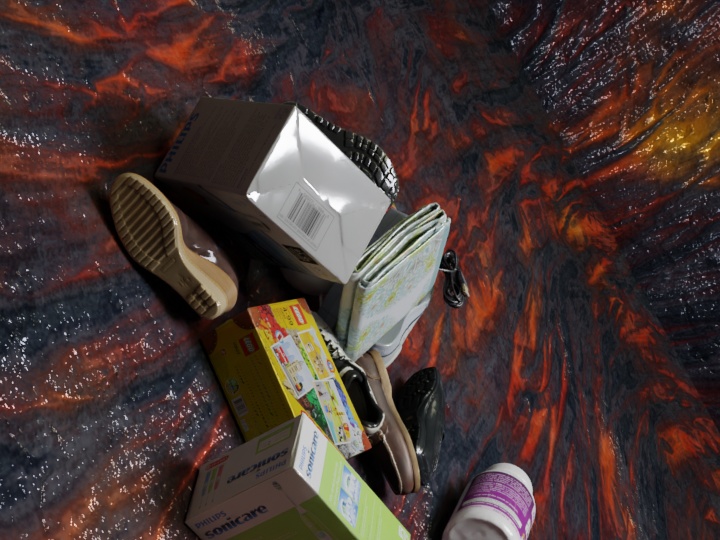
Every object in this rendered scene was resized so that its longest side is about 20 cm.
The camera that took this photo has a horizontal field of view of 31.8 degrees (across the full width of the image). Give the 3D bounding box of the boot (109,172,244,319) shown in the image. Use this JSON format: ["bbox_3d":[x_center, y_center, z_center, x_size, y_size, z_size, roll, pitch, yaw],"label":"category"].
[{"bbox_3d":[-0.211,-0.040,1.475,0.201,0.072,0.167,55,12,-12],"label":"boot"}]

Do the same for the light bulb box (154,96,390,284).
[{"bbox_3d":[-0.107,-0.100,1.531,0.198,0.199,0.126,42,72,-38],"label":"light bulb box"}]

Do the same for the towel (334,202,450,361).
[{"bbox_3d":[0.037,0.016,1.628,0.048,0.201,0.171,40,60,19],"label":"towel"}]

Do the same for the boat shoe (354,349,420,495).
[{"bbox_3d":[0.017,0.205,1.667,0.069,0.071,0.202,-11,65,-25],"label":"boat shoe"}]

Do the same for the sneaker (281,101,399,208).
[{"bbox_3d":[-0.039,-0.149,1.644,0.199,0.076,0.087,35,-11,-14],"label":"sneaker"}]

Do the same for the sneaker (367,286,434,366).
[{"bbox_3d":[0.046,0.070,1.833,0.072,0.071,0.200,29,42,10],"label":"sneaker"}]

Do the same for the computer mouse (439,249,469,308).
[{"bbox_3d":[0.062,0.000,1.832,0.197,0.044,0.111,12,41,-24],"label":"computer mouse"}]

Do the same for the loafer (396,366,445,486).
[{"bbox_3d":[0.087,0.218,1.791,0.071,0.067,0.202,58,27,-28],"label":"loafer"}]

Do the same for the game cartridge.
[{"bbox_3d":[0.010,0.013,1.685,0.041,0.201,0.133,37,8,23],"label":"game cartridge"}]

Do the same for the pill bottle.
[{"bbox_3d":[0.188,0.352,1.792,0.113,0.111,0.200,59,24,-5],"label":"pill bottle"}]

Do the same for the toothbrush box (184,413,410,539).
[{"bbox_3d":[-0.061,0.269,1.316,0.200,0.144,0.087,50,26,-25],"label":"toothbrush box"}]

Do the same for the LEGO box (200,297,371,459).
[{"bbox_3d":[-0.086,0.145,1.489,0.202,0.077,0.149,65,23,7],"label":"LEGO box"}]

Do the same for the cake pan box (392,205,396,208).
[{"bbox_3d":[-0.013,-0.122,1.975,0.199,0.052,0.186,14,50,-60],"label":"cake pan box"}]

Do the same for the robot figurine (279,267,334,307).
[{"bbox_3d":[-0.060,-0.050,1.713,0.171,0.111,0.202,86,-6,-52],"label":"robot figurine"}]

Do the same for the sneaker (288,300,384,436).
[{"bbox_3d":[-0.032,0.120,1.588,0.075,0.087,0.201,-36,95,-28],"label":"sneaker"}]
